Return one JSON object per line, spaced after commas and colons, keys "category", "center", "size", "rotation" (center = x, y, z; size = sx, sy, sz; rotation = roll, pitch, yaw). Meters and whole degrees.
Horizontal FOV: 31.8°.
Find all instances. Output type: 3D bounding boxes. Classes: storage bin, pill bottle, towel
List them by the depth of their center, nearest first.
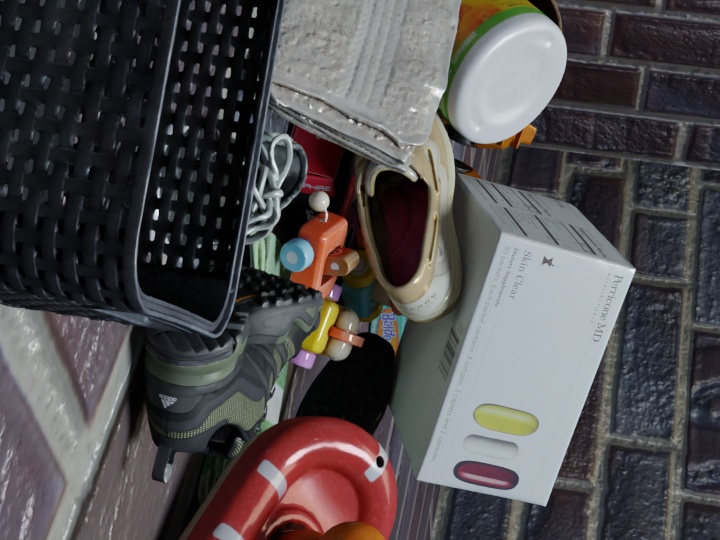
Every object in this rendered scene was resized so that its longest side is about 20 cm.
{"category": "storage bin", "center": [-0.093, -0.084, 0.481], "size": [0.135, 0.092, 0.203], "rotation": [44, 53, -78]}
{"category": "towel", "center": [0.002, -0.173, 0.890], "size": [0.034, 0.131, 0.202], "rotation": [-42, -150, 54]}
{"category": "towel", "center": [-0.078, 0.083, 0.931], "size": [0.153, 0.023, 0.203], "rotation": [64, 33, -75]}
{"category": "pill bottle", "center": [0.065, -0.202, 1.024], "size": [0.110, 0.200, 0.112], "rotation": [-25, 142, -22]}

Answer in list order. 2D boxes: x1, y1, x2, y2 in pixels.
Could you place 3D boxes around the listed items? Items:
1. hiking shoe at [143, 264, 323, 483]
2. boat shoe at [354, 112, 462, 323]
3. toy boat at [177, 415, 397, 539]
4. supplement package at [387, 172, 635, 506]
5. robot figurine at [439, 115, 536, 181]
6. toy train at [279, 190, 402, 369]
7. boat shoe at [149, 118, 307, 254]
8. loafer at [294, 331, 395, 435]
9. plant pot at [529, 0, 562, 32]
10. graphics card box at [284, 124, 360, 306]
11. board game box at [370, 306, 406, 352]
{"category": "hiking shoe", "center": [-0.083, 0.058, 0.769], "size": [0.200, 0.075, 0.102], "rotation": [-25, 132, -68]}
{"category": "boat shoe", "center": [0.030, -0.064, 0.937], "size": [0.069, 0.073, 0.202], "rotation": [34, 40, -60]}
{"category": "toy boat", "center": [-0.032, 0.184, 0.798], "size": [0.131, 0.130, 0.201], "rotation": [55, 47, -25]}
{"category": "supplement package", "center": [0.109, 0.051, 0.987], "size": [0.156, 0.109, 0.202], "rotation": [-114, -142, -68]}
{"category": "robot figurine", "center": [0.059, -0.125, 1.119], "size": [0.058, 0.200, 0.147], "rotation": [4, 114, -42]}
{"category": "toy train", "center": [0.000, 0.000, 0.986], "size": [0.200, 0.055, 0.152], "rotation": [-34, 141, -60]}
{"category": "boat shoe", "center": [-0.073, -0.047, 0.704], "size": [0.199, 0.067, 0.075], "rotation": [-29, 126, -78]}
{"category": "loafer", "center": [-0.032, 0.143, 1.060], "size": [0.202, 0.067, 0.070], "rotation": [-64, -173, 1]}
{"category": "plant pot", "center": [0.119, -0.309, 1.422], "size": [0.201, 0.184, 0.189], "rotation": [-94, -177, -49]}
{"category": "graphics card box", "center": [-0.023, -0.061, 1.059], "size": [0.201, 0.050, 0.127], "rotation": [87, 15, -53]}
{"category": "board game box", "center": [0.049, 0.065, 1.622], "size": [0.200, 0.044, 0.154], "rotation": [-47, 144, -73]}
